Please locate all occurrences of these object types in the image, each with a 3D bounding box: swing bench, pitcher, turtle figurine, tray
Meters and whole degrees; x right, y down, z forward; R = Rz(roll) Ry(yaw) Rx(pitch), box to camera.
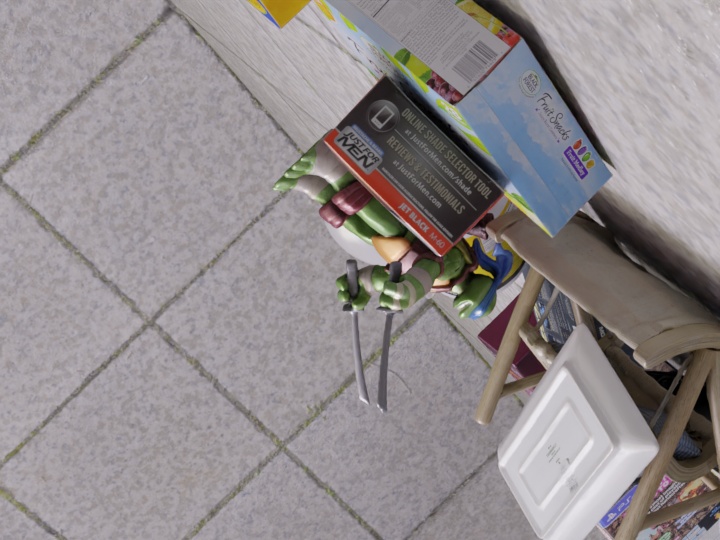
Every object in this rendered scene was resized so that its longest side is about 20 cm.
[{"bbox_3d":[0.196,0.071,1.207,0.199,0.129,0.201,46,143,46],"label":"swing bench"},{"bbox_3d":[0.041,-0.068,2.376,0.200,0.121,0.172,35,-163,-21],"label":"pitcher"},{"bbox_3d":[0.000,0.000,1.255,0.194,0.200,0.144,46,-162,-2],"label":"turtle figurine"},{"bbox_3d":[0.149,0.133,1.166,0.108,0.022,0.200,60,152,23],"label":"tray"}]

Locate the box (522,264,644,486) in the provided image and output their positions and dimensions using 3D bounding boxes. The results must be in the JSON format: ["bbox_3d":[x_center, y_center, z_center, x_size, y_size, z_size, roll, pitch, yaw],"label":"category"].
[{"bbox_3d":[0.209,0.081,1.435,0.158,0.051,0.201,-151,44,-79],"label":"box"}]

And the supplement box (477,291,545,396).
[{"bbox_3d":[0.231,0.106,1.690,0.200,0.110,0.086,47,177,-32],"label":"supplement box"}]

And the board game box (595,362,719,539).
[{"bbox_3d":[0.302,0.211,1.593,0.097,0.159,0.200,44,176,47],"label":"board game box"}]

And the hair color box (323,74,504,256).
[{"bbox_3d":[0.037,-0.067,1.108,0.111,0.064,0.200,45,-179,2],"label":"hair color box"}]

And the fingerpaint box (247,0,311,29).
[{"bbox_3d":[-0.132,-0.319,1.350,0.200,0.073,0.167,45,177,39],"label":"fingerpaint box"}]

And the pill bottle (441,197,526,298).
[{"bbox_3d":[0.083,-0.061,1.388,0.111,0.111,0.200,45,172,28],"label":"pill bottle"}]

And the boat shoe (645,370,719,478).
[{"bbox_3d":[0.288,0.125,1.427,0.066,0.074,0.199,51,176,-31],"label":"boat shoe"}]

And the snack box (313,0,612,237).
[{"bbox_3d":[0.061,-0.134,1.077,0.200,0.068,0.169,44,179,40],"label":"snack box"}]
